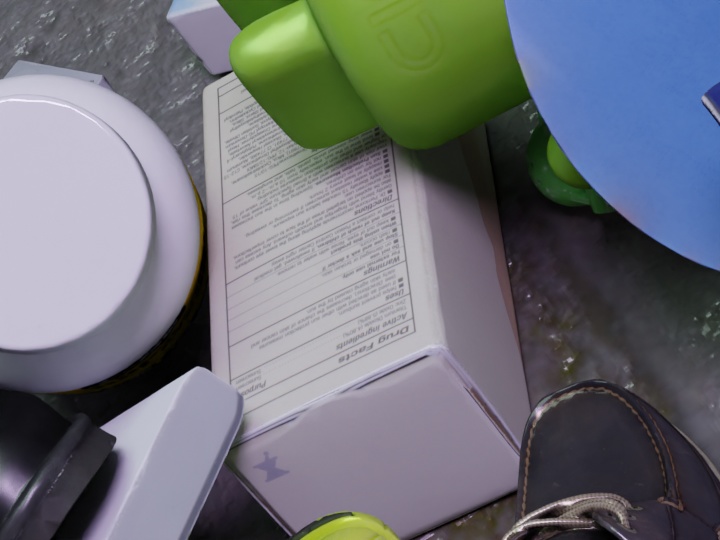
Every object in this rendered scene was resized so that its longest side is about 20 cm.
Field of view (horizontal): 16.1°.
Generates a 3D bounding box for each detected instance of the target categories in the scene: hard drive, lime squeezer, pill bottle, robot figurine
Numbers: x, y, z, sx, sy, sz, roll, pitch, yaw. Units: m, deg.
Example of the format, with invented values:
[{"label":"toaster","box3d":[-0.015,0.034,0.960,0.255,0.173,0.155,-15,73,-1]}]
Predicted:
[{"label":"hard drive","box3d":[-0.117,0.118,0.883,0.200,0.027,0.133,-33,28,55]},{"label":"lime squeezer","box3d":[0.107,-0.043,0.934,0.070,0.038,0.199,-23,26,-34]},{"label":"pill bottle","box3d":[-0.113,-0.011,0.933,0.112,0.113,0.200,-40,-1,-2]},{"label":"robot figurine","box3d":[0.047,-0.118,0.867,0.199,0.116,0.176,-28,59,9]}]

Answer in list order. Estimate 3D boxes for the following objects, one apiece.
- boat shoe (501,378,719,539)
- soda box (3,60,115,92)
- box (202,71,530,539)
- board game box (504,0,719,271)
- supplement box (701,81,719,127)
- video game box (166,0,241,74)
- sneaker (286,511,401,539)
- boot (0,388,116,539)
[{"label":"boat shoe","box3d":[0.080,0.100,0.769,0.074,0.073,0.201,-27,39,14]},{"label":"soda box","box3d":[-0.168,0.008,1.075,0.068,0.064,0.200,14,61,47]},{"label":"box","box3d":[0.000,0.000,0.931,0.094,0.078,0.201,-24,40,18]},{"label":"board game box","box3d":[0.138,-0.096,0.802,0.201,0.158,0.039,-55,3,-4]},{"label":"supplement box","box3d":[0.216,-0.046,0.702,0.199,0.109,0.110,-35,38,5]},{"label":"video game box","box3d":[0.026,-0.183,1.122,0.199,0.047,0.183,-10,44,33]},{"label":"sneaker","box3d":[-0.045,0.163,0.801,0.200,0.084,0.074,-44,1,23]},{"label":"boot","box3d":[-0.181,0.051,0.863,0.080,0.157,0.211,-60,16,-16]}]
